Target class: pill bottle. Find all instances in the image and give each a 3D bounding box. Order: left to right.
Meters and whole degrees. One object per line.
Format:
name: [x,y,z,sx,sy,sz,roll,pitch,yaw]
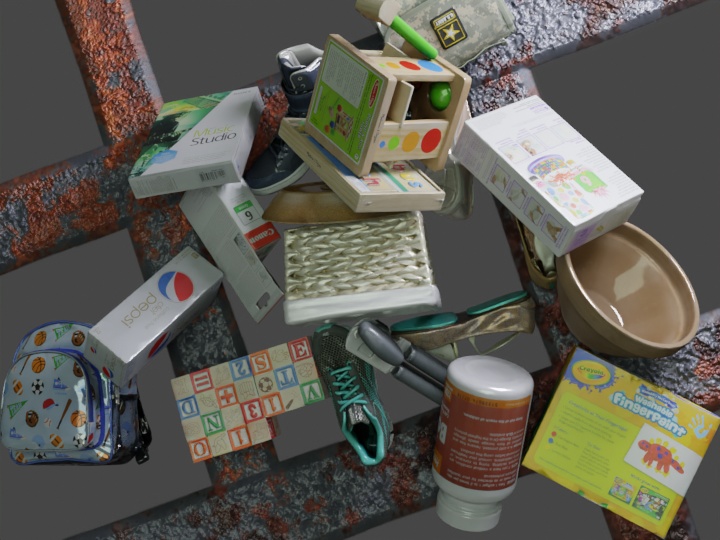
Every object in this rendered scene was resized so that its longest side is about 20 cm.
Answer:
pill bottle: [0.150,0.220,1.349,0.110,0.112,0.203,10,107,8]

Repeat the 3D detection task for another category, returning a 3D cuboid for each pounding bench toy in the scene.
pounding bench toy: [0.048,-0.234,1.287,0.124,0.154,0.202,42,127,38]

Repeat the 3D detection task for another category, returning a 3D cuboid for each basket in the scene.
basket: [0.000,0.000,1.385,0.197,0.136,0.125,-8,84,7]

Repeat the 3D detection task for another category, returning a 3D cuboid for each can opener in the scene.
can opener: [0.064,0.127,1.368,0.199,0.067,0.053,33,104,-25]

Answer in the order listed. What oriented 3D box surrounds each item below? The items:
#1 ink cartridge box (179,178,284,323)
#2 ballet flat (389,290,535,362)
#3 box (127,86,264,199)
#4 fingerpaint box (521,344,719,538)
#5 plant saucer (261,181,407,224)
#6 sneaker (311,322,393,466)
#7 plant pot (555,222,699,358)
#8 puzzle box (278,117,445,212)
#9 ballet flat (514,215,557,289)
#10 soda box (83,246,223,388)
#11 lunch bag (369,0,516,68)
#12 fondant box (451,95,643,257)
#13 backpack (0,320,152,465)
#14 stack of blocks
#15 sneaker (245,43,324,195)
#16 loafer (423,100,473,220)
ink cartridge box: [-0.158,-0.040,1.421,0.050,0.109,0.201,-30,82,-34]
ballet flat: [0.136,0.083,1.398,0.197,0.068,0.068,-14,100,8]
box: [-0.211,-0.171,1.397,0.142,0.201,0.037,-8,124,11]
fingerpaint box: [0.328,0.214,1.359,0.198,0.073,0.169,25,92,8]
plant saucer: [-0.029,-0.091,1.357,0.197,0.200,0.036,-3,101,8]
sneaker: [-0.006,0.163,1.373,0.077,0.091,0.202,-23,105,6]
plant pot: [0.317,0.036,1.339,0.201,0.201,0.093,44,135,7]
puzzle box: [0.000,-0.133,1.320,0.200,0.132,0.026,47,129,41]
ballet flat: [0.231,-0.076,1.390,0.068,0.063,0.203,-17,85,8]
soda box: [-0.269,0.057,1.398,0.068,0.064,0.200,37,50,8]
lunch bag: [0.092,-0.353,1.393,0.163,0.118,0.202,-29,82,9]
fondant box: [0.232,-0.122,1.329,0.143,0.059,0.200,-23,58,-36]
backpack: [-0.390,0.163,1.432,0.197,0.154,0.194,-2,77,11]
stack of blocks: [-0.142,0.172,1.435,0.197,0.059,0.117,-18,85,7]
sneaker: [-0.096,-0.203,1.398,0.202,0.146,0.077,-40,46,-1]
loafer: [0.118,-0.163,1.416,0.071,0.063,0.203,-12,69,33]
